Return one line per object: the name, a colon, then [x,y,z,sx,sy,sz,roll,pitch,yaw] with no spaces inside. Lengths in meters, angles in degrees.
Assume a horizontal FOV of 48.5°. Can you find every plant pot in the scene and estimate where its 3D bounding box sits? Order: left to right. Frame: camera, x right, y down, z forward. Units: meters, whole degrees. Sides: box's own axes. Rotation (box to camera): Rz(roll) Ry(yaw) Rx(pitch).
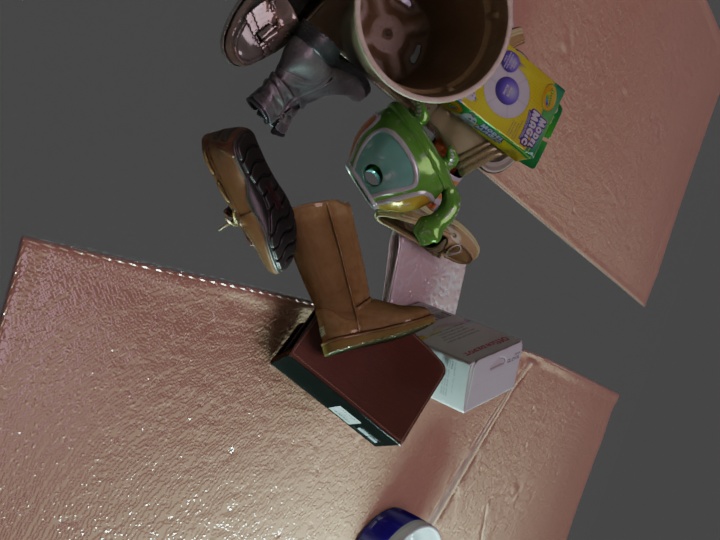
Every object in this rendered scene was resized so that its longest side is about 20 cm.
plant pot: [0.060,-0.310,1.010,0.199,0.183,0.202,-3,99,-18]

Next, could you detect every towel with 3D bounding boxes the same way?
towel: [0.106,0.020,1.343,0.199,0.032,0.192,-1,106,-49]

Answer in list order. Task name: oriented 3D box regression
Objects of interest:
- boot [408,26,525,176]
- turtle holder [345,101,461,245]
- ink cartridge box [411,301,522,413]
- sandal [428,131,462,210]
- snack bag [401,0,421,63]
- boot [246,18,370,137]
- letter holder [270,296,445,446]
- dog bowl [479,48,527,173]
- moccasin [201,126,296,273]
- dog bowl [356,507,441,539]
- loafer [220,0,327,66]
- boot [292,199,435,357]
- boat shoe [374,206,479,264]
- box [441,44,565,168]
boot: [0.187,-0.247,1.165,0.200,0.073,0.156,-36,98,-13]
turtle holder: [0.062,-0.138,1.132,0.131,0.141,0.186,-34,116,-2]
ink cartridge box: [0.123,0.128,1.222,0.145,0.199,0.083,-12,116,-47]
sandal: [0.128,-0.170,1.215,0.079,0.059,0.207,29,107,-15]
snack bag: [0.139,-0.394,1.164,0.187,0.021,0.201,-18,121,-14]
boot: [-0.069,-0.227,1.017,0.132,0.070,0.200,-52,157,7]
letter holder: [0.001,0.131,1.130,0.200,0.101,0.142,39,67,-8]
dog bowl: [0.208,-0.266,1.316,0.200,0.074,0.201,-23,121,-44]
moccasin: [-0.139,-0.081,0.989,0.074,0.077,0.202,-61,138,-36]
dog bowl: [0.060,0.542,1.457,0.200,0.079,0.201,-22,121,-43]
loafer: [-0.086,-0.319,0.956,0.200,0.063,0.072,-52,137,-23]
boot: [0.000,0.000,1.076,0.174,0.066,0.201,-11,79,-25]
boat shoe: [0.102,-0.057,1.231,0.200,0.073,0.063,36,54,-29]
box: [0.199,-0.240,1.108,0.199,0.048,0.118,32,78,-23]
